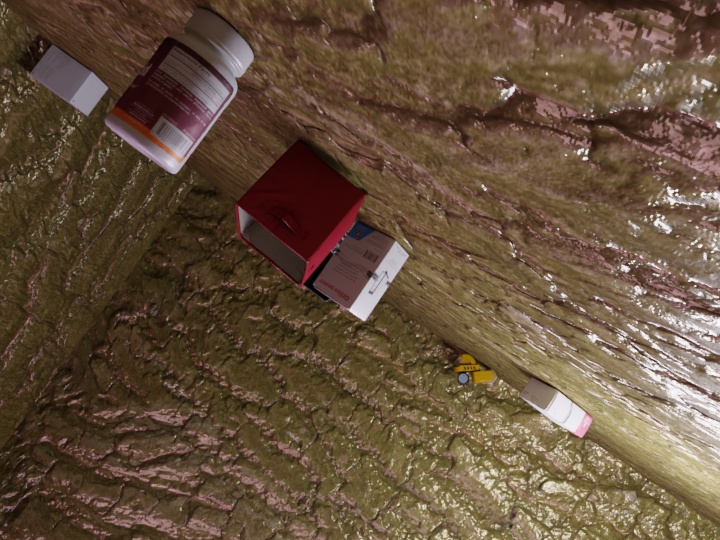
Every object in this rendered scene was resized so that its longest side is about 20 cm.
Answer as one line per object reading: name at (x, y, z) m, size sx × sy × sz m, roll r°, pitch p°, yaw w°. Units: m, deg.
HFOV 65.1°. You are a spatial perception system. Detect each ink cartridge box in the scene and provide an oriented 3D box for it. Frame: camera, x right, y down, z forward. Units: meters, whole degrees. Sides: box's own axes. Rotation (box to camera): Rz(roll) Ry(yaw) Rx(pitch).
ink cartridge box at (0.000, 0.000, 1.392) m, size 0.146 × 0.201 × 0.084 m, roll 31°, pitch 173°, yaw 40°
ink cartridge box at (0.665, 0.464, 1.920) m, size 0.199 × 0.083 × 0.146 m, roll 37°, pitch 175°, yaw -23°

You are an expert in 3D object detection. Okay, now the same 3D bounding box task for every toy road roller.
toy road roller at (0.545, 0.472, 2.698) m, size 0.198 × 0.148 × 0.123 m, roll -4°, pitch 165°, yaw 10°

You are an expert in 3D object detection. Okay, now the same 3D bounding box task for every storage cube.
storage cube at (-0.118, -0.106, 1.096) m, size 0.171 × 0.180 × 0.200 m, roll 38°, pitch 160°, yaw 3°

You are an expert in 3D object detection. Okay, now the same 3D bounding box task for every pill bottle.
pill bottle at (-0.242, -0.245, 0.772) m, size 0.114 × 0.201 × 0.114 m, roll 34°, pitch 174°, yaw 4°

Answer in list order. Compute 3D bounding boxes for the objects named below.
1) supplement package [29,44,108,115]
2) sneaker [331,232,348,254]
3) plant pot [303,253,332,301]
supplement package at (-1.165, -0.760, 2.264) m, size 0.199 × 0.152 × 0.151 m, roll 35°, pitch 175°, yaw 3°
sneaker at (-0.096, -0.123, 1.670) m, size 0.085 × 0.077 × 0.200 m, roll 37°, pitch 167°, yaw 39°
plant pot at (-0.162, -0.038, 2.218) m, size 0.199 × 0.200 × 0.178 m, roll 39°, pitch -174°, yaw -39°
